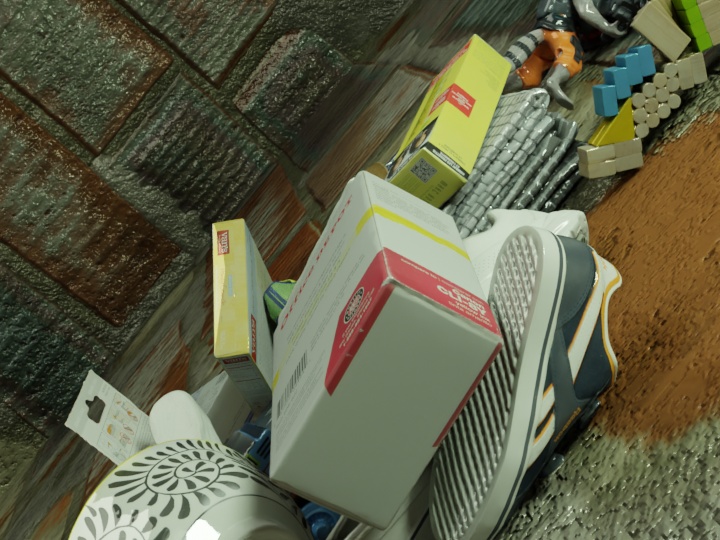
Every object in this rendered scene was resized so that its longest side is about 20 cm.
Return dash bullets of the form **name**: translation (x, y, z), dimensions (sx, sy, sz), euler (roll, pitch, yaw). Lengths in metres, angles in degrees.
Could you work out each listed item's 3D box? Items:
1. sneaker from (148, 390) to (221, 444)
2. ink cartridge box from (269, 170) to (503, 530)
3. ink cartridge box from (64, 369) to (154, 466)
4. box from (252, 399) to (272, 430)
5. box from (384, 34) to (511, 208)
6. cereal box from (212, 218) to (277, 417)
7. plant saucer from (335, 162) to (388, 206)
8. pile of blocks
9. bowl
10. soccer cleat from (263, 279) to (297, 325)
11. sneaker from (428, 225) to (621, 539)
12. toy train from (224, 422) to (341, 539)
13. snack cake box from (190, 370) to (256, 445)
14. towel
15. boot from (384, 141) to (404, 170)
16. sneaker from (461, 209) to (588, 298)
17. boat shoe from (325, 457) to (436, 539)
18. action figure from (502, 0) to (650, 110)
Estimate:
- **sneaker**: translation (-0.143, 0.215, 1.055), dimensions (0.074, 0.089, 0.202), euler (-24, 57, 10)
- **ink cartridge box**: translation (0.008, 0.041, 0.708), dimensions (0.147, 0.082, 0.201), euler (-60, 15, 18)
- **ink cartridge box**: translation (-0.222, 0.204, 1.123), dimensions (0.050, 0.199, 0.161), euler (-49, 13, 7)
- **box**: translation (-0.053, 0.153, 1.022), dimensions (0.158, 0.051, 0.200), euler (-51, 12, 3)
- **box**: translation (0.079, -0.128, 0.980), dimensions (0.075, 0.050, 0.201), euler (-43, 14, 42)
- **cereal box**: translation (-0.112, 0.058, 1.132), dimensions (0.201, 0.039, 0.146), euler (72, -169, -62)
- **plant saucer**: translation (0.000, 0.000, 1.033), dimensions (0.200, 0.035, 0.204), euler (180, 90, -77)
- **pile of blocks**: translation (0.228, -0.163, 0.869), dimensions (0.201, 0.082, 0.062), euler (-50, 13, 4)
- **bowl**: translation (-0.087, 0.211, 0.718), dimensions (0.093, 0.201, 0.202), euler (-12, 38, 45)
- **soccer cleat**: translation (-0.051, 0.035, 1.184), dimensions (0.065, 0.083, 0.200), euler (-53, -9, 6)
- **sneaker**: translation (0.105, 0.080, 0.663), dimensions (0.078, 0.078, 0.203), euler (34, 108, 61)
- **toy train**: translation (-0.096, 0.220, 0.847), dimensions (0.201, 0.114, 0.087), euler (-54, 13, -14)
- **snack cake box**: translation (-0.193, 0.203, 1.321), dimensions (0.199, 0.067, 0.116), euler (-36, 22, 49)
- **towel**: translation (0.110, -0.063, 0.998), dimensions (0.201, 0.085, 0.165), euler (-53, 12, -3)
- **boot**: translation (0.037, -0.056, 1.197), dimensions (0.201, 0.090, 0.073), euler (-55, 14, -17)
- **sneaker**: translation (0.085, 0.030, 0.767), dimensions (0.098, 0.079, 0.201), euler (13, 46, 30)
- **boat shoe**: translation (0.035, 0.131, 0.755), dimensions (0.201, 0.065, 0.072), euler (-57, 15, -22)
- **action figure**: translation (0.218, -0.258, 1.122), dimensions (0.196, 0.104, 0.200), euler (-64, 14, -13)
